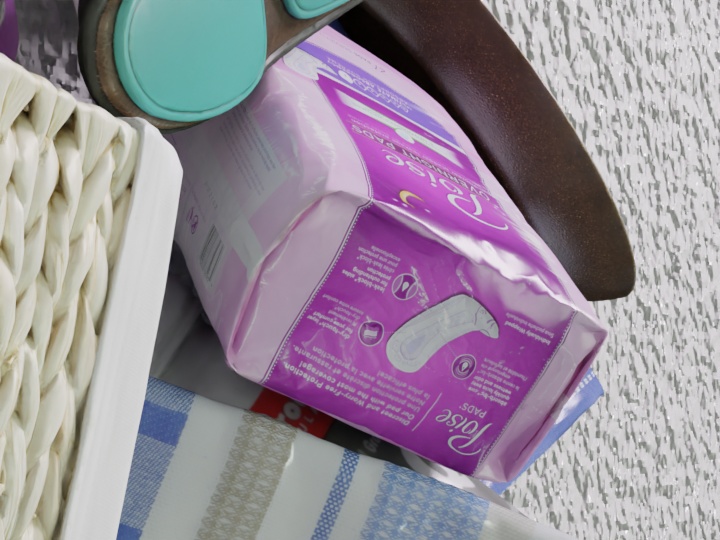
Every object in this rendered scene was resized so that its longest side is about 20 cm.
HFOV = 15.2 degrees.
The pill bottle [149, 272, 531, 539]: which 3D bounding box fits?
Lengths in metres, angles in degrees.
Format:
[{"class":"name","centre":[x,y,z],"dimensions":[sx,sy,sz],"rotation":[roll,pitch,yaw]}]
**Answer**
[{"class":"pill bottle","centre":[-0.028,0.089,0.909],"dimensions":[0.200,0.114,0.114],"rotation":[38,45,-6]}]

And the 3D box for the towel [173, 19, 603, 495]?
[{"class":"towel","centre":[0.000,0.000,1.038],"dimensions":[0.200,0.024,0.145],"rotation":[54,43,-1]}]

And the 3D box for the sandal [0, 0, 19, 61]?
[{"class":"sandal","centre":[-0.134,-0.085,0.840],"dimensions":[0.050,0.082,0.203],"rotation":[-52,147,-35]}]

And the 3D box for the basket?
[{"class":"basket","centre":[-0.149,0.037,0.751],"dimensions":[0.123,0.135,0.201],"rotation":[35,59,-55]}]

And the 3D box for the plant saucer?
[{"class":"plant saucer","centre":[0.039,-0.062,1.100],"dimensions":[0.032,0.200,0.201],"rotation":[-37,133,-10]}]

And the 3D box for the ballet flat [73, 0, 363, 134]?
[{"class":"ballet flat","centre":[-0.048,-0.092,0.871],"dimensions":[0.200,0.068,0.068],"rotation":[-34,124,-53]}]

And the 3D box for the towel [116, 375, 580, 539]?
[{"class":"towel","centre":[-0.022,0.126,0.840],"dimensions":[0.024,0.199,0.148],"rotation":[166,-54,-82]}]

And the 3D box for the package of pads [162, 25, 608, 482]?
[{"class":"package of pads","centre":[-0.007,-0.020,0.915],"dimensions":[0.120,0.200,0.076],"rotation":[25,107,-26]}]
